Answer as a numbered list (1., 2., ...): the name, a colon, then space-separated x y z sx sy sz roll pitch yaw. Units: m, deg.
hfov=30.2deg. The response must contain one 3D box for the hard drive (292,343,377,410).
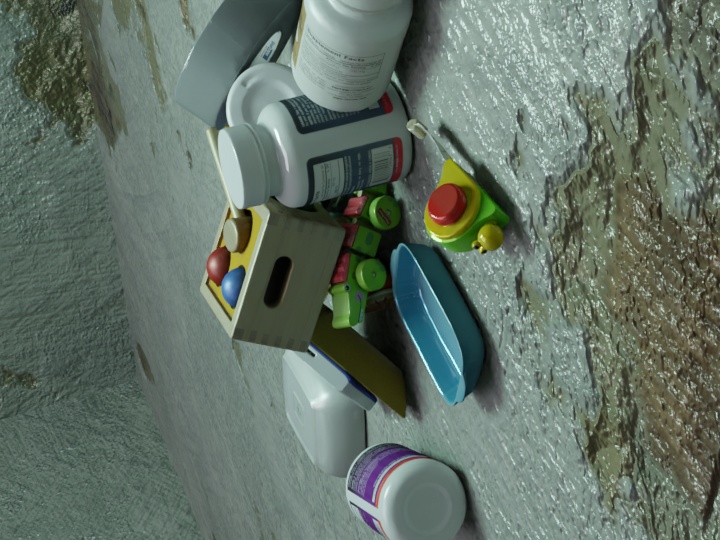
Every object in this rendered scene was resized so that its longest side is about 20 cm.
1. hard drive: -0.048 0.124 1.760 0.132 0.025 0.200 39 177 16

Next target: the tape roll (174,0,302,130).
1. tape roll: -0.154 -0.279 1.700 0.066 0.201 0.200 34 157 1

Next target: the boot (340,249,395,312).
1. boot: 0.000 0.000 1.669 0.200 0.074 0.109 -176 76 -73

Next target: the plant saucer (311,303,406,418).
1. plant saucer: -0.029 0.091 1.748 0.200 0.049 0.200 42 177 -25

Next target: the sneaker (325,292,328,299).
1. sneaker: -0.095 -0.046 1.915 0.078 0.076 0.203 162 91 -71

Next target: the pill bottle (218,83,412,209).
1. pill bottle: -0.053 -0.137 1.494 0.119 0.198 0.121 165 90 -73

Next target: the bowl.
1. bowl: -0.061 0.201 2.027 0.200 0.074 0.202 -125 27 -46

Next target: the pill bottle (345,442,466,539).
1. pill bottle: 0.049 0.279 1.676 0.200 0.111 0.114 -173 69 -72

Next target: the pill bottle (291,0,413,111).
1. pill bottle: -0.006 -0.263 1.383 0.200 0.113 0.115 112 140 -63

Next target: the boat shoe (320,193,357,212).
1. boat shoe: -0.025 -0.158 1.619 0.073 0.061 0.202 -126 27 -53

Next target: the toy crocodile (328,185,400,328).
1. toy crocodile: -0.004 -0.030 1.573 0.067 0.061 0.203 -4 70 55

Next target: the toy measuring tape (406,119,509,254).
1. toy measuring tape: 0.081 -0.075 1.332 0.200 0.073 0.074 -126 27 -44

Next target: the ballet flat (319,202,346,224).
1. ballet flat: -0.061 -0.092 1.786 0.200 0.070 0.072 -153 50 -68

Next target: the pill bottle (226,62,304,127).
1. pill bottle: -0.104 -0.197 1.698 0.200 0.110 0.113 -21 -85 -87

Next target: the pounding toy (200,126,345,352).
1. pounding toy: -0.124 -0.040 1.601 0.184 0.141 0.202 45 120 61

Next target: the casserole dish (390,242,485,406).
1. casserole dish: 0.088 0.055 1.488 0.122 0.038 0.201 97 151 -51
